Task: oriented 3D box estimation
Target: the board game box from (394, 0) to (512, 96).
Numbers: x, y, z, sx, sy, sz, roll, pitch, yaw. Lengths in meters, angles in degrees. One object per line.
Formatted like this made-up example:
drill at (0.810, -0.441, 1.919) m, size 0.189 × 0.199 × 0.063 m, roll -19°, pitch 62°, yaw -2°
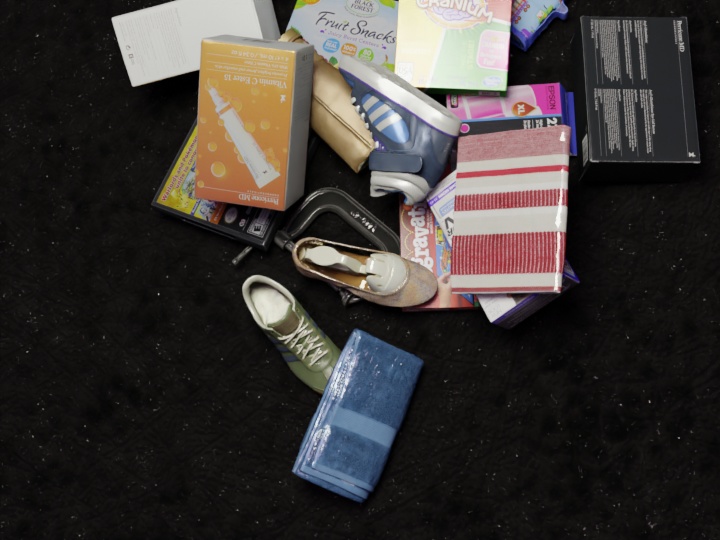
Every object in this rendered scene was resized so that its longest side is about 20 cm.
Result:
board game box at (0.124, -0.336, 1.307) m, size 0.151 × 0.040 × 0.202 m, roll 3°, pitch 89°, yaw 7°

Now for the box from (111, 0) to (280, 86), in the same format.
box at (-0.225, -0.334, 1.388) m, size 0.198 × 0.124 × 0.098 m, roll -12°, pitch 105°, yaw 11°

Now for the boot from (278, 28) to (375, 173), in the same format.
boot at (-0.070, -0.204, 1.342) m, size 0.200 × 0.066 × 0.175 m, roll 42°, pitch 102°, yaw 6°

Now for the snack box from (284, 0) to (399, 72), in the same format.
snack box at (-0.007, -0.317, 1.396) m, size 0.198 × 0.053 × 0.143 m, roll 17°, pitch 79°, yaw 15°

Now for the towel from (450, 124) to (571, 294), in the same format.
towel at (0.179, -0.070, 1.181) m, size 0.143 × 0.023 × 0.202 m, roll -2°, pitch 77°, yaw 30°

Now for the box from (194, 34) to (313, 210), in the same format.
box at (-0.136, -0.192, 1.271) m, size 0.123 × 0.098 × 0.202 m, roll 8°, pitch 108°, yaw 10°

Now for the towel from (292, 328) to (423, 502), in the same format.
towel at (0.000, 0.182, 1.246) m, size 0.111 × 0.049 × 0.201 m, roll 25°, pitch 79°, yaw -12°

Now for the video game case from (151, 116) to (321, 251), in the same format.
video game case at (-0.170, -0.145, 1.384) m, size 0.179 × 0.026 × 0.201 m, roll 20°, pitch 72°, yaw 15°

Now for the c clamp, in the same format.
c clamp at (-0.047, -0.023, 1.343) m, size 0.199 × 0.027 × 0.171 m, roll 34°, pitch 78°, yaw 18°

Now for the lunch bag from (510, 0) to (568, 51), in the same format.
lunch bag at (0.207, -0.413, 1.367) m, size 0.199 × 0.094 × 0.151 m, roll 38°, pitch 84°, yaw 11°

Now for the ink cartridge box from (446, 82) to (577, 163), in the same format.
ink cartridge box at (0.214, -0.198, 1.322) m, size 0.198 × 0.037 × 0.096 m, roll -2°, pitch 72°, yaw 3°

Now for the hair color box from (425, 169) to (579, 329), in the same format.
hair color box at (0.172, -0.042, 1.228) m, size 0.109 × 0.065 × 0.201 m, roll -36°, pitch 63°, yaw 20°

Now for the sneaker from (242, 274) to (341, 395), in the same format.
sneaker at (-0.089, 0.082, 1.285) m, size 0.067 × 0.090 × 0.200 m, roll -41°, pitch 72°, yaw -3°

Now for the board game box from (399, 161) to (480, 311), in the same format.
board game box at (0.103, -0.046, 1.313) m, size 0.102 × 0.019 × 0.202 m, roll -2°, pitch 75°, yaw 3°

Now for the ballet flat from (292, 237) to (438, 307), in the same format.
ballet flat at (0.000, 0.000, 1.270) m, size 0.198 × 0.067 × 0.069 m, roll 11°, pitch 76°, yaw 16°

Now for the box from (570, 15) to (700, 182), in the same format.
box at (0.351, -0.220, 1.276) m, size 0.140 × 0.079 × 0.202 m, roll 0°, pitch 75°, yaw 2°

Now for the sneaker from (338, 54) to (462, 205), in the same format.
sneaker at (0.024, -0.171, 1.265) m, size 0.200 × 0.080 × 0.147 m, roll 37°, pitch 111°, yaw 23°
